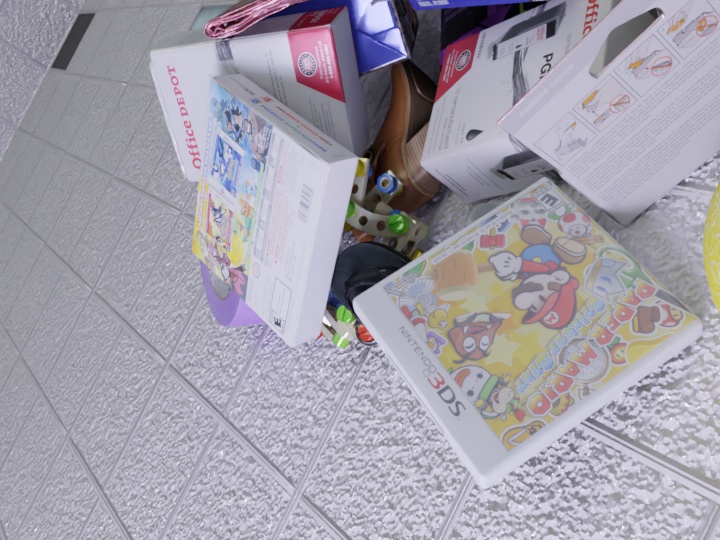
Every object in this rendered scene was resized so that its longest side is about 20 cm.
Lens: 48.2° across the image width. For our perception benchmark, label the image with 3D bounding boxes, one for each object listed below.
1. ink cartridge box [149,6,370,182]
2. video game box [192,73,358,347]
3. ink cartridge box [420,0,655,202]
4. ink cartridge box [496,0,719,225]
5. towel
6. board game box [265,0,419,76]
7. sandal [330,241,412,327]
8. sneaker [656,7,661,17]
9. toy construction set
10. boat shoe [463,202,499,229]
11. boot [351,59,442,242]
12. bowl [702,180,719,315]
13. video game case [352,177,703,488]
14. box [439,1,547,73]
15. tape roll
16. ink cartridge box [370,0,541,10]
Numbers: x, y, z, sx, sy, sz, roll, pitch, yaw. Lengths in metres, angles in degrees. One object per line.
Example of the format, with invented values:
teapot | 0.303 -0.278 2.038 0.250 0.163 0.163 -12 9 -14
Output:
ink cartridge box | -0.102 -0.182 0.846 0.195 0.148 0.084 -3 31 15
video game box | -0.092 -0.059 0.785 0.181 0.046 0.203 37 129 31
ink cartridge box | 0.164 -0.162 0.749 0.198 0.082 0.150 -11 58 47
ink cartridge box | 0.217 -0.143 0.585 0.200 0.174 0.045 -42 38 27
towel | -0.073 -0.287 0.830 0.141 0.023 0.201 -18 24 14
board game box | -0.022 -0.291 0.942 0.156 0.098 0.201 -16 24 14
sandal | 0.032 0.029 0.707 0.199 0.047 0.077 28 115 43
sneaker | 0.245 -0.230 0.603 0.075 0.201 0.082 -14 52 15
toy construction set | 0.000 0.000 0.821 0.130 0.092 0.203 37 116 21
boat shoe | 0.139 0.034 0.673 0.064 0.069 0.202 108 149 -45
boot | 0.033 -0.138 0.913 0.155 0.076 0.203 -42 47 30
bowl | 0.292 -0.037 0.492 0.198 0.107 0.204 -28 48 36
video game case | 0.119 0.035 0.610 0.198 0.023 0.183 -31 54 -10
box | 0.152 -0.322 0.908 0.141 0.036 0.204 -25 48 39
tape roll | -0.142 -0.037 0.974 0.199 0.064 0.205 176 90 -65
ink cartridge box | 0.139 -0.291 0.775 0.199 0.041 0.198 -40 32 -24
